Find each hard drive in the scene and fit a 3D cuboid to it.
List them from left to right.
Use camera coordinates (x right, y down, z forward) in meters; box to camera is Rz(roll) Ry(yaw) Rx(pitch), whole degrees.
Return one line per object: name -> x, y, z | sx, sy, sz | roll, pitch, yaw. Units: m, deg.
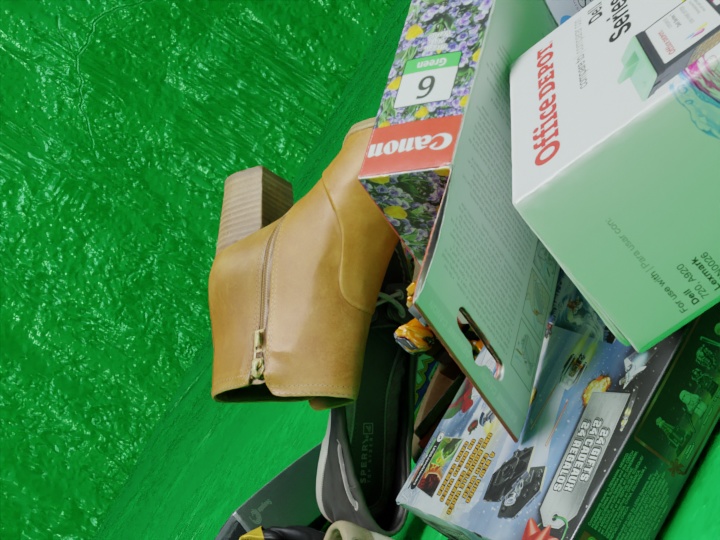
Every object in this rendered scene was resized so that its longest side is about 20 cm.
hard drive -> -0.069, 0.193, 1.173 | 0.135, 0.042, 0.200 | -56, -9, 17

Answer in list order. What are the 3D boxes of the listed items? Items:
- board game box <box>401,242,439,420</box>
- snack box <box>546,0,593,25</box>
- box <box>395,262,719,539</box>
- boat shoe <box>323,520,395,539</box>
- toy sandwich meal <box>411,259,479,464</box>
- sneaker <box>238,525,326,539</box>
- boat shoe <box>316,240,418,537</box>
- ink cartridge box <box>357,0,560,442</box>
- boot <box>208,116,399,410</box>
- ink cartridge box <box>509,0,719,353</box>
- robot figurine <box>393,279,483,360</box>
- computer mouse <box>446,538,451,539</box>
board game box -> 0.029, 0.001, 1.154 | 0.045, 0.134, 0.201 | 21, 76, 42
snack box -> 0.158, -0.147, 0.894 | 0.168, 0.068, 0.200 | -25, -4, -24
box -> 0.108, 0.036, 0.738 | 0.201, 0.040, 0.137 | -59, 24, -10
boat shoe -> -0.010, 0.208, 0.820 | 0.072, 0.065, 0.201 | -50, 17, 40
toy sandwich meal -> 0.069, 0.024, 1.036 | 0.206, 0.070, 0.205 | -56, 8, 12
sneaker -> -0.036, 0.179, 1.021 | 0.070, 0.090, 0.200 | -59, 8, -7
boat shoe -> 0.009, 0.060, 1.000 | 0.057, 0.066, 0.202 | 11, 102, 61
ink cartridge box -> 0.049, -0.036, 0.746 | 0.050, 0.109, 0.201 | -6, 51, 30
boot -> -0.001, 0.000, 0.933 | 0.200, 0.071, 0.145 | -16, 67, 33
ink cartridge box -> 0.156, -0.082, 0.652 | 0.199, 0.084, 0.145 | -36, 20, 21
robot figurine -> 0.099, -0.024, 0.877 | 0.200, 0.058, 0.145 | -45, -8, -4
computer mouse -> 0.090, 0.074, 0.810 | 0.201, 0.046, 0.140 | -58, 7, 3
